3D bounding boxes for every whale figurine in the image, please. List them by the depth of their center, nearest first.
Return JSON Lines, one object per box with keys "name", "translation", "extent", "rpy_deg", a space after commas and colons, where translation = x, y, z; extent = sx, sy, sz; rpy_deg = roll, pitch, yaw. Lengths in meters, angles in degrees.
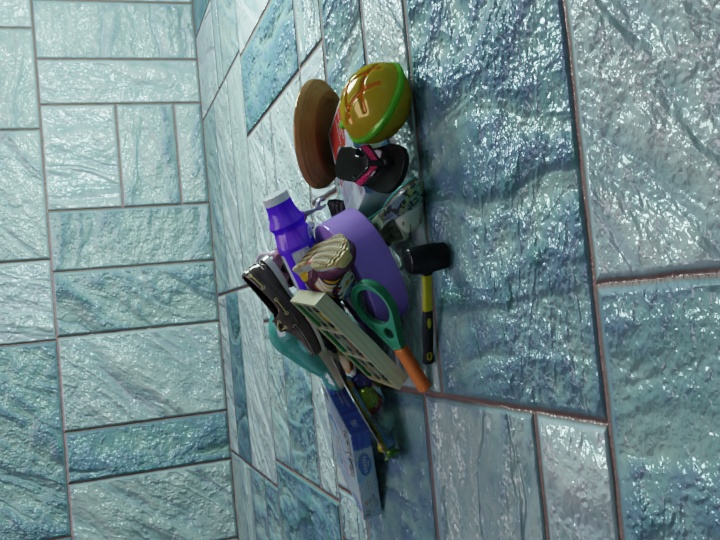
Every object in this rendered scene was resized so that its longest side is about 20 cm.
{"name": "whale figurine", "translation": [-0.103, 0.149, 1.570], "extent": [0.202, 0.103, 0.159], "rpy_deg": [59, 179, -2]}

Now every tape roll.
{"name": "tape roll", "translation": [0.000, 0.000, 1.375], "extent": [0.201, 0.065, 0.201], "rpy_deg": [54, 164, 23]}

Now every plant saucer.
{"name": "plant saucer", "translation": [-0.068, -0.254, 1.533], "extent": [0.200, 0.037, 0.204], "rpy_deg": [2, -90, -69]}

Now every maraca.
{"name": "maraca", "translation": [0.016, -0.268, 1.304], "extent": [0.138, 0.106, 0.200], "rpy_deg": [-59, 24, 5]}

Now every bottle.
{"name": "bottle", "translation": [-0.104, -0.037, 1.388], "extent": [0.084, 0.064, 0.203], "rpy_deg": [-90, -22, -73]}

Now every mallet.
{"name": "mallet", "translation": [0.109, 0.050, 1.231], "extent": [0.041, 0.065, 0.203], "rpy_deg": [-125, 21, -58]}

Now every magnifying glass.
{"name": "magnifying glass", "translation": [0.050, 0.102, 1.280], "extent": [0.079, 0.022, 0.202], "rpy_deg": [-19, 108, 50]}

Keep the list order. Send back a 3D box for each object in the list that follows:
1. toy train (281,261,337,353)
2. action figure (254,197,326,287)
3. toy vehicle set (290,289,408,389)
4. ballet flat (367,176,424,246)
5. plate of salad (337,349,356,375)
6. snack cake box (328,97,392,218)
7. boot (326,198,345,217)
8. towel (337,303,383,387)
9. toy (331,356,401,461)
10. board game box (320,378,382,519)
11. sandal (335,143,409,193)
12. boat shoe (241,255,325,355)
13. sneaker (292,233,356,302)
{"name": "toy train", "translation": [-0.081, 0.061, 1.477], "extent": [0.034, 0.045, 0.202], "rpy_deg": [16, 136, 62]}
{"name": "action figure", "translation": [-0.129, -0.051, 1.517], "extent": [0.200, 0.146, 0.136], "rpy_deg": [110, 154, -71]}
{"name": "toy vehicle set", "translation": [-0.020, 0.110, 1.334], "extent": [0.200, 0.027, 0.124], "rpy_deg": [46, 165, -16]}
{"name": "ballet flat", "translation": [0.064, -0.085, 1.299], "extent": [0.200, 0.073, 0.076], "rpy_deg": [140, 124, -70]}
{"name": "plate of salad", "translation": [-0.060, 0.122, 1.657], "extent": [0.201, 0.047, 0.202], "rpy_deg": [90, 154, -62]}
{"name": "snack cake box", "translation": [0.004, -0.190, 1.428], "extent": [0.115, 0.066, 0.203], "rpy_deg": [116, 144, -60]}
{"name": "boot", "translation": [-0.043, -0.056, 1.580], "extent": [0.210, 0.078, 0.161], "rpy_deg": [175, 88, -67]}
{"name": "towel", "translation": [-0.018, 0.111, 1.498], "extent": [0.201, 0.023, 0.144], "rpy_deg": [62, -179, -38]}
{"name": "toy", "translation": [0.018, 0.238, 1.463], "extent": [0.202, 0.047, 0.115], "rpy_deg": [63, 179, 13]}
{"name": "board game box", "translation": [-0.018, 0.339, 1.598], "extent": [0.200, 0.043, 0.202], "rpy_deg": [-127, 26, -59]}
{"name": "sandal", "translation": [0.006, -0.165, 1.298], "extent": [0.199, 0.044, 0.077], "rpy_deg": [13, 95, 54]}
{"name": "boat shoe", "translation": [-0.136, 0.072, 1.463], "extent": [0.202, 0.059, 0.072], "rpy_deg": [56, 161, 2]}
{"name": "sneaker", "translation": [-0.035, 0.003, 1.266], "extent": [0.090, 0.075, 0.200], "rpy_deg": [45, 166, -13]}
